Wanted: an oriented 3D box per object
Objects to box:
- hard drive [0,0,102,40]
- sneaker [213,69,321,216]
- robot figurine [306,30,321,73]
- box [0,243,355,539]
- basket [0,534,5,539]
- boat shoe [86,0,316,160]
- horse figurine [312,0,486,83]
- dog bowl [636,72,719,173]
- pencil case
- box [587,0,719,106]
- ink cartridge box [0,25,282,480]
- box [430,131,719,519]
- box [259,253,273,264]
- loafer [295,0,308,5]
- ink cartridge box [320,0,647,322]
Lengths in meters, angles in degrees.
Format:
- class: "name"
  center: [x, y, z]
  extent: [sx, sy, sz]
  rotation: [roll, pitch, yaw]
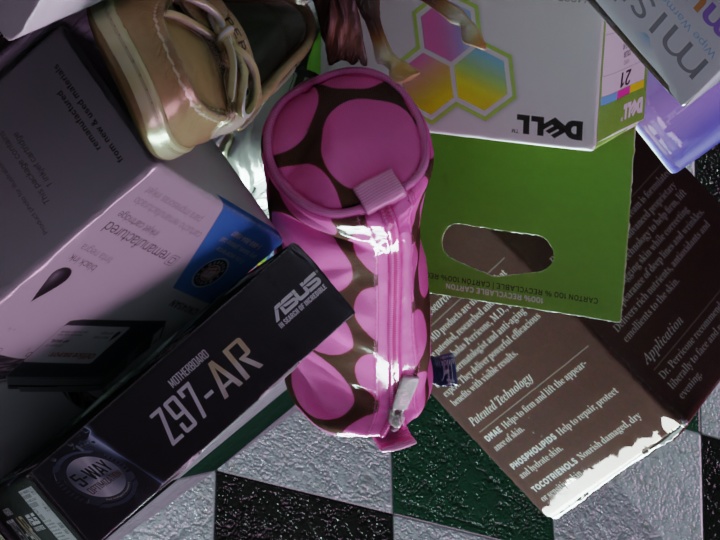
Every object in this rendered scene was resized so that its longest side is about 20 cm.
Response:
- class: "hard drive"
  center: [-0.040, -0.162, 0.694]
  extent: [0.200, 0.026, 0.132]
  rotation: [-34, 172, -42]
- class: "sneaker"
  center: [-0.044, -0.051, 1.030]
  extent: [0.087, 0.076, 0.200]
  rotation: [-2, 164, -3]
- class: "robot figurine"
  center: [0.023, -0.097, 1.113]
  extent: [0.175, 0.116, 0.200]
  rotation: [-32, 173, -8]
- class: "box"
  center: [-0.099, 0.068, 0.894]
  extent: [0.160, 0.044, 0.200]
  rotation: [-42, -175, -19]
- class: "basket"
  center: [-0.278, 0.174, 0.914]
  extent: [0.200, 0.198, 0.161]
  rotation: [-40, 176, 1]
- class: "boat shoe"
  center: [-0.060, -0.092, 0.776]
  extent: [0.063, 0.074, 0.201]
  rotation: [-24, -177, 9]
- class: "horse figurine"
  center: [0.044, -0.167, 0.815]
  extent: [0.199, 0.133, 0.050]
  rotation: [-30, 170, 24]
- class: "dog bowl"
  center: [0.141, -0.153, 1.021]
  extent: [0.079, 0.201, 0.200]
  rotation: [-38, 174, 10]
- class: "pencil case"
  center: [0.000, 0.000, 0.916]
  extent: [0.090, 0.094, 0.201]
  rotation: [-14, 142, -6]
- class: "box"
  center: [0.115, -0.186, 0.641]
  extent: [0.176, 0.200, 0.097]
  rotation: [-33, 171, -36]
- class: "ink cartridge box"
  center: [-0.153, 0.006, 0.828]
  extent: [0.200, 0.084, 0.145]
  rotation: [-40, 159, 8]
- class: "box"
  center: [0.138, 0.017, 1.225]
  extent: [0.166, 0.200, 0.164]
  rotation: [-42, 177, -39]
- class: "box"
  center: [-0.002, -0.064, 1.282]
  extent: [0.200, 0.100, 0.095]
  rotation: [-35, 172, -42]
- class: "loafer"
  center: [0.042, -0.163, 0.727]
  extent: [0.200, 0.068, 0.076]
  rotation: [-38, 174, -7]
- class: "ink cartridge box"
  center: [0.059, -0.073, 0.918]
  extent: [0.076, 0.147, 0.201]
  rotation: [-27, 122, -61]
